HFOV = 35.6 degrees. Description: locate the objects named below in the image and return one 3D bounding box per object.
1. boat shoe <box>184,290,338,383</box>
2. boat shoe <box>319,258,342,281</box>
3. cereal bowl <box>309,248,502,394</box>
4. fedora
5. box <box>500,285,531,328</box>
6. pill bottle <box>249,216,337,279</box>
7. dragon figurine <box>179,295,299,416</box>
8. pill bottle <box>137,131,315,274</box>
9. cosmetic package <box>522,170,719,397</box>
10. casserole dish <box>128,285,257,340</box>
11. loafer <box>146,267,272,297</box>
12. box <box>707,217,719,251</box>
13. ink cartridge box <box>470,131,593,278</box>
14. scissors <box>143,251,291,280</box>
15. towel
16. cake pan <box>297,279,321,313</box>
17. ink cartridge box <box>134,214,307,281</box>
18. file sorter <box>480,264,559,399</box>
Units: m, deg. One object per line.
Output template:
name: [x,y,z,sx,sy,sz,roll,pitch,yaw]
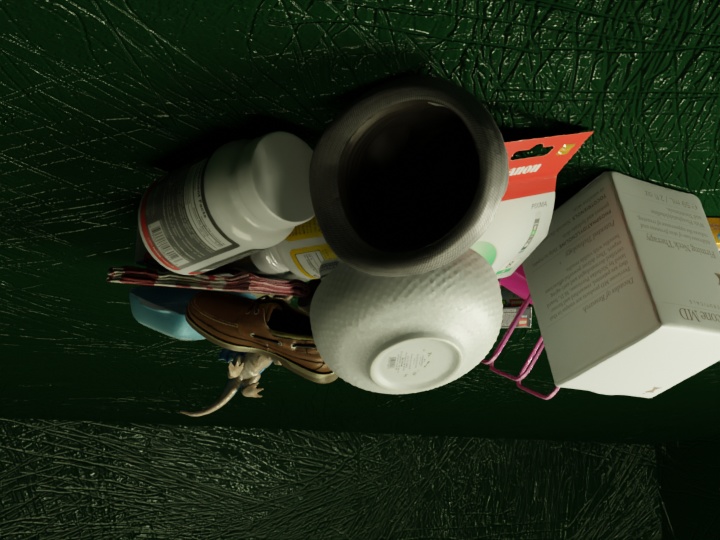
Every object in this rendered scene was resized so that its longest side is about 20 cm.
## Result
boat shoe: [-0.107,0.058,1.287,0.200,0.072,0.068,19,133,9]
boat shoe: [0.043,0.031,1.210,0.200,0.066,0.070,10,162,-39]
cereal bowl: [0.050,0.063,1.125,0.200,0.083,0.200,-6,142,-5]
fedora: [0.059,-0.087,1.043,0.200,0.177,0.090,-27,168,32]
box: [0.145,0.047,1.644,0.200,0.035,0.110,-1,-156,0]
pill bottle: [-0.024,-0.051,1.247,0.200,0.113,0.112,-9,163,27]
dragon figurine: [-0.135,0.108,1.377,0.059,0.200,0.099,43,179,-16]
pill bottle: [-0.134,-0.070,1.166,0.116,0.116,0.200,12,160,-40]
cosmetic package: [0.314,0.022,1.306,0.167,0.200,0.166,10,146,-35]
casserole dish: [-0.205,0.051,1.408,0.121,0.039,0.200,19,-168,28]
loafer: [-0.196,0.005,1.540,0.200,0.075,0.070,2,153,-29]
box: [0.435,-0.023,1.515,0.119,0.042,0.200,0,162,-5]
ink cartridge box: [0.145,-0.055,1.150,0.161,0.050,0.200,-12,153,-41]
scissors: [-0.167,-0.002,1.350,0.073,0.014,0.200,-15,160,40]
towel: [-0.178,0.013,1.321,0.200,0.023,0.144,3,177,25]
cake pan: [0.000,0.000,1.354,0.037,0.200,0.200,50,145,-12]
ink cartridge box: [-0.166,-0.029,1.398,0.115,0.068,0.200,-13,160,39]
file sorter: [0.176,0.060,1.433,0.200,0.126,0.139,32,175,-13]
